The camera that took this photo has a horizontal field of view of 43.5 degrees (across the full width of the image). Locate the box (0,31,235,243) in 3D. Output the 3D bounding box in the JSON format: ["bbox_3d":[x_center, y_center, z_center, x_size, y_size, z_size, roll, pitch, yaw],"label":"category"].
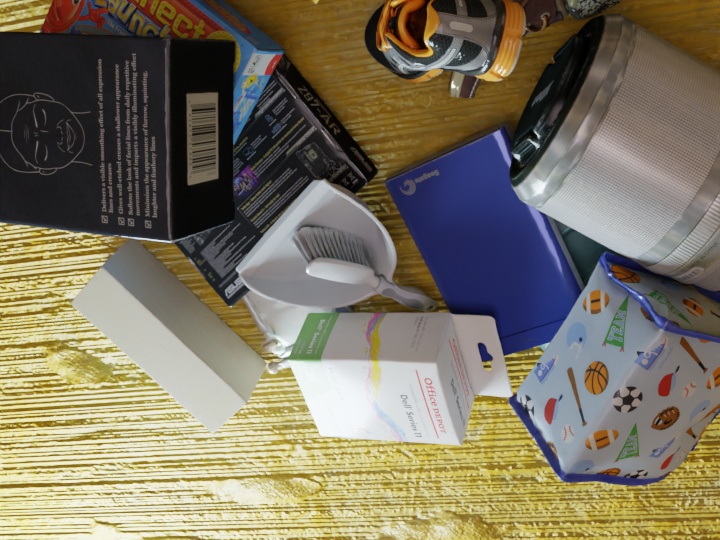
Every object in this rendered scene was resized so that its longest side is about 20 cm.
[{"bbox_3d":[-0.210,-0.114,0.735,0.195,0.107,0.152,7,104,19],"label":"box"}]

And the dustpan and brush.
[{"bbox_3d":[0.000,0.000,0.852,0.197,0.058,0.139,14,132,-43],"label":"dustpan and brush"}]

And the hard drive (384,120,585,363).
[{"bbox_3d":[0.121,-0.020,0.838,0.130,0.025,0.203,-20,105,33],"label":"hard drive"}]

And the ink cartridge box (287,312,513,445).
[{"bbox_3d":[0.041,0.106,0.882,0.196,0.068,0.119,-2,129,25],"label":"ink cartridge box"}]

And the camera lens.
[{"bbox_3d":[0.229,-0.094,0.721,0.197,0.161,0.162,27,118,-3],"label":"camera lens"}]

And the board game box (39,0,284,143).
[{"bbox_3d":[-0.196,-0.169,0.807,0.199,0.056,0.198,38,113,10],"label":"board game box"}]

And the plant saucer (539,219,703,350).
[{"bbox_3d":[0.239,0.017,0.849,0.195,0.028,0.205,5,115,11],"label":"plant saucer"}]

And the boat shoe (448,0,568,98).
[{"bbox_3d":[0.138,-0.223,0.736,0.071,0.072,0.203,28,112,0],"label":"boat shoe"}]

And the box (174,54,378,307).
[{"bbox_3d":[-0.106,-0.088,0.855,0.199,0.044,0.161,-40,94,24],"label":"box"}]

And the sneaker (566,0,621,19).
[{"bbox_3d":[0.247,-0.243,0.674,0.198,0.090,0.076,-31,147,22],"label":"sneaker"}]

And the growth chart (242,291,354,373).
[{"bbox_3d":[-0.071,0.005,0.919,0.142,0.018,0.203,-17,110,19],"label":"growth chart"}]

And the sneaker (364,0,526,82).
[{"bbox_3d":[0.047,-0.193,0.712,0.076,0.199,0.080,5,98,-27],"label":"sneaker"}]

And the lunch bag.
[{"bbox_3d":[0.257,0.093,0.793,0.196,0.125,0.172,11,121,-30],"label":"lunch bag"}]

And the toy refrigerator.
[{"bbox_3d":[-0.199,0.069,0.947,0.200,0.076,0.070,44,116,-10],"label":"toy refrigerator"}]

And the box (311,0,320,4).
[{"bbox_3d":[-0.076,-0.326,0.724,0.199,0.042,0.119,40,146,-9],"label":"box"}]
